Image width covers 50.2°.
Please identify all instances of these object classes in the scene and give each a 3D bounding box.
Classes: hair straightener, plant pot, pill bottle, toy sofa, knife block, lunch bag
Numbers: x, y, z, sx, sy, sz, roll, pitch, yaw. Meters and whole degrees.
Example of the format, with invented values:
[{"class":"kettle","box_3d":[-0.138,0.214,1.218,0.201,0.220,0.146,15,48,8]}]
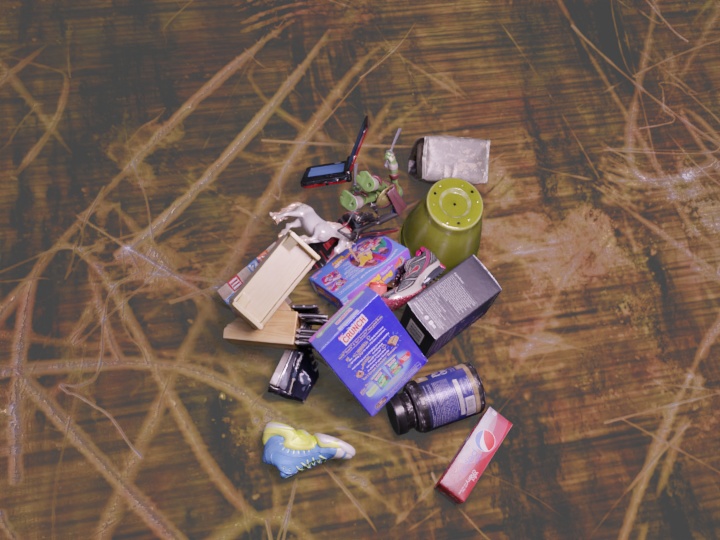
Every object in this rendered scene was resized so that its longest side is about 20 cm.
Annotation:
[{"class":"hair straightener","box_3d":[0.016,-0.113,1.717,0.198,0.040,0.079,-14,105,-48]},{"class":"plant pot","box_3d":[0.197,-0.108,1.757,0.196,0.194,0.204,2,66,-4]},{"class":"pill bottle","box_3d":[0.157,0.277,1.631,0.196,0.112,0.114,-16,69,-13]},{"class":"toy sofa","box_3d":[-0.177,0.019,1.577,0.083,0.097,0.201,41,81,-11]},{"class":"knife block","box_3d":[-0.163,0.136,1.611,0.199,0.064,0.176,-39,75,-7]},{"class":"lunch bag","box_3d":[0.205,-0.257,1.824,0.160,0.200,0.120,3,93,-8]}]

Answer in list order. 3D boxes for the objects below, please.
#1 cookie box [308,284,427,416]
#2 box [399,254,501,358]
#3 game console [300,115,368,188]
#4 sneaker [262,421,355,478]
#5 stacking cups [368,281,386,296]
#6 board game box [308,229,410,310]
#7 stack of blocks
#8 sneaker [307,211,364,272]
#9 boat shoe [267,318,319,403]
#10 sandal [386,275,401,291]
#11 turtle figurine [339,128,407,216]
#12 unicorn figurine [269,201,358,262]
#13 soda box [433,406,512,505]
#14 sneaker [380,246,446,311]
[{"class":"cookie box","box_3d":[0.017,0.164,1.579,0.171,0.075,0.201,-42,117,-11]},{"class":"box","box_3d":[0.195,0.082,1.699,0.198,0.149,0.105,-34,74,-18]},{"class":"game console","box_3d":[-0.058,-0.276,1.776,0.169,0.200,0.121,-8,107,3]},{"class":"sneaker","box_3d":[-0.113,0.385,1.587,0.196,0.076,0.107,13,78,8]},{"class":"stacking cups","box_3d":[0.024,0.128,1.666,0.059,0.061,0.205,3,92,-4]},{"class":"board game box","box_3d":[0.000,0.000,1.734,0.199,0.045,0.134,-37,39,-19]},{"class":"stack of blocks","box_3d":[-0.203,0.031,1.707,0.199,0.059,0.115,-41,75,-7]},{"class":"sneaker","box_3d":[-0.067,-0.054,1.777,0.198,0.087,0.075,-33,78,7]},{"class":"boat shoe","box_3d":[-0.121,0.189,1.668,0.091,0.075,0.203,25,75,0]},{"class":"sandal","box_3d":[0.061,0.047,1.733,0.197,0.055,0.083,-23,111,-13]},{"class":"turtle figurine","box_3d":[0.019,-0.217,1.802,0.141,0.193,0.204,-8,97,28]},{"class":"unicorn figurine","box_3d":[-0.103,-0.088,1.687,0.136,0.074,0.201,-26,68,-31]},{"class":"soda box","box_3d":[0.237,0.390,1.613,0.063,0.070,0.201,35,68,9]},{"class":"sneaker","box_3d":[0.101,0.022,1.671,0.075,0.081,0.199,50,48,3]}]
